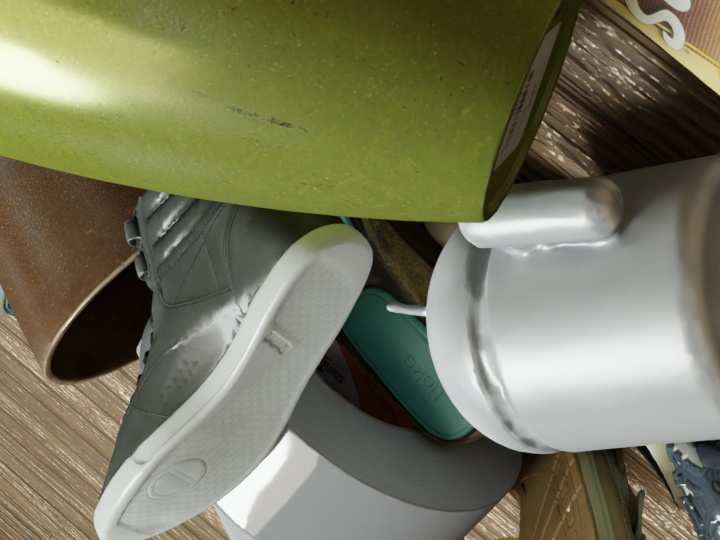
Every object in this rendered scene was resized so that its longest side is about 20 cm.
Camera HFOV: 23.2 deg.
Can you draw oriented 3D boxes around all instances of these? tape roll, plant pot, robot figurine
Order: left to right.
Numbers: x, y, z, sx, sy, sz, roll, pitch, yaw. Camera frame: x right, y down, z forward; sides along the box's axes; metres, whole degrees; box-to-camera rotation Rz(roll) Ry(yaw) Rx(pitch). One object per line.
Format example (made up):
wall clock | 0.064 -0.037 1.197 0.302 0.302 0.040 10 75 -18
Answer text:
plant pot | -0.152 -0.073 0.973 0.201 0.186 0.187 52 157 12
plant pot | -0.029 -0.096 0.630 0.198 0.188 0.188 24 152 10
tape roll | -0.013 0.062 0.902 0.200 0.200 0.066 42 119 1
robot figurine | 0.110 0.017 0.736 0.198 0.114 0.170 -9 138 36

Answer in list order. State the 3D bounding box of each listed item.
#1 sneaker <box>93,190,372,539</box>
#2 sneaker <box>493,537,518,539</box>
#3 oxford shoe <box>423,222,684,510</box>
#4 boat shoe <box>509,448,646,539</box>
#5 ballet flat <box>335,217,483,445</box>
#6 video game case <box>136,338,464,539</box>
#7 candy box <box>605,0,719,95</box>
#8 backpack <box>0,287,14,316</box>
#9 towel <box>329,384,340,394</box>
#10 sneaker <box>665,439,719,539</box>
sneaker | -0.076 0.029 0.785 0.099 0.070 0.201 52 122 31
sneaker | 0.157 0.214 1.077 0.199 0.078 0.091 27 144 19
oxford shoe | 0.100 0.033 0.840 0.199 0.074 0.071 38 178 13
boat shoe | 0.116 0.115 0.888 0.062 0.074 0.200 17 -159 -10
ballet flat | 0.000 0.000 0.868 0.200 0.071 0.071 48 156 1
video game case | -0.017 0.121 0.957 0.181 0.022 0.201 20 -154 -43
candy box | 0.102 -0.145 0.593 0.200 0.055 0.116 41 158 7
backpack | -0.218 -0.056 1.135 0.167 0.127 0.200 46 152 1
towel | -0.004 0.078 1.011 0.144 0.024 0.200 40 -162 4
sneaker | 0.197 0.103 0.769 0.200 0.086 0.078 30 -143 -59
